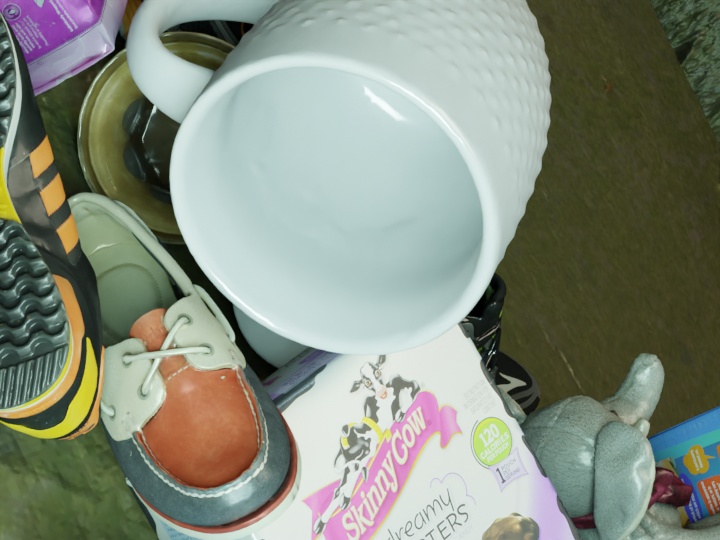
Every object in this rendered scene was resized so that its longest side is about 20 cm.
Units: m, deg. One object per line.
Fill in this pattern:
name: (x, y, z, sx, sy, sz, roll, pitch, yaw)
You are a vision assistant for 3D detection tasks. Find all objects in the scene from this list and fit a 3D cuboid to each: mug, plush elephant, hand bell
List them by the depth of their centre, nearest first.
mug: (-0.010, -0.080, 0.992, 0.199, 0.148, 0.176, 22, 37, 6)
hand bell: (-0.082, -0.070, 1.166, 0.104, 0.104, 0.200, 63, 5, -1)
plush elephant: (0.145, 0.124, 1.298, 0.200, 0.164, 0.155, -36, 132, -34)

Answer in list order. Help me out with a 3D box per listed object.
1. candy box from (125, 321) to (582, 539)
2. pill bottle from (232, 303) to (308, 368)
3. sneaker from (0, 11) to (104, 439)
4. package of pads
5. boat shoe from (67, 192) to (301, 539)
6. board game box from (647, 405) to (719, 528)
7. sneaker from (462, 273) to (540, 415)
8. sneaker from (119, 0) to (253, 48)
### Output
candy box: (0.013, 0.134, 1.006, 0.168, 0.071, 0.201, -35, 100, -39)
pill bottle: (0.000, 0.000, 1.208, 0.113, 0.112, 0.200, 63, 17, 0)
sneaker: (-0.153, -0.020, 0.907, 0.090, 0.070, 0.201, 62, 9, -64)
package of pads: (-0.163, -0.182, 1.065, 0.121, 0.075, 0.200, 55, 20, -25)
boat shoe: (-0.084, 0.038, 0.925, 0.200, 0.071, 0.063, 55, -14, 50)
board game box: (0.209, 0.181, 1.401, 0.045, 0.199, 0.153, 38, 31, -55)
sneaker: (0.066, 0.042, 1.381, 0.200, 0.082, 0.071, 46, 25, -43)
sneaker: (-0.068, -0.133, 1.263, 0.079, 0.077, 0.200, 64, 16, 9)
